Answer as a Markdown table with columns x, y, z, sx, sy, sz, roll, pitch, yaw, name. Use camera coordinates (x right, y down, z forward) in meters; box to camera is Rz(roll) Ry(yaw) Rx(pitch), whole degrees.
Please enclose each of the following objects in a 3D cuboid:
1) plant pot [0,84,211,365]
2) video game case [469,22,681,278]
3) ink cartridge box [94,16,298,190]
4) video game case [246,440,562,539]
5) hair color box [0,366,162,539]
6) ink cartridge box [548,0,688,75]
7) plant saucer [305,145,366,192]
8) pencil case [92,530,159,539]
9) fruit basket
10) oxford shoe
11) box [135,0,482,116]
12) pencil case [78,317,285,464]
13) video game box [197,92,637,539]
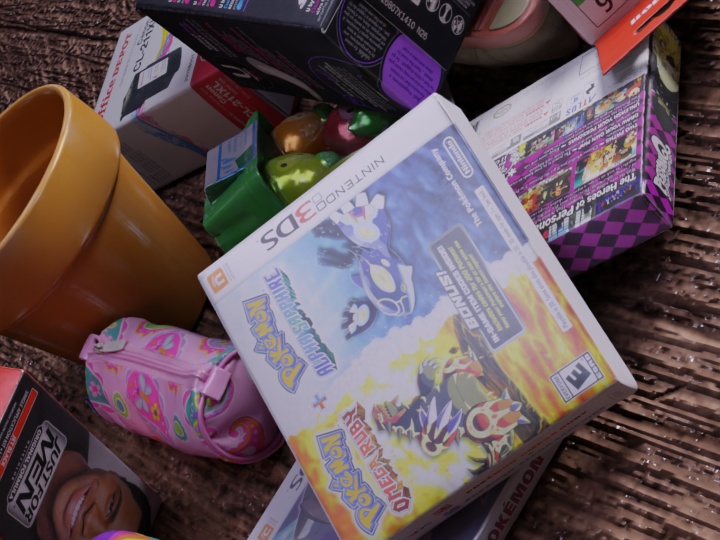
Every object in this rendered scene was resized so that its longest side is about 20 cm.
| x | y | z | sx | sy | sz | roll | pitch | yaw | name |
| --- | --- | --- | --- | --- | --- | --- | --- | --- | --- |
| -0.223 | -0.012 | 1.294 | 0.200 | 0.183 | 0.201 | -35 | 35 | 29 | plant pot |
| 0.108 | -0.053 | 1.020 | 0.199 | 0.036 | 0.182 | -30 | 30 | 33 | video game case |
| -0.139 | -0.172 | 1.436 | 0.199 | 0.083 | 0.146 | -22 | 43 | 39 | ink cartridge box |
| 0.025 | 0.125 | 0.987 | 0.183 | 0.023 | 0.200 | -58 | 32 | -8 | video game case |
| -0.217 | 0.153 | 1.106 | 0.061 | 0.200 | 0.102 | 6 | 62 | 27 | hair color box |
| 0.169 | -0.205 | 1.048 | 0.109 | 0.050 | 0.200 | -42 | 17 | 19 | ink cartridge box |
| 0.000 | 0.000 | 1.015 | 0.199 | 0.031 | 0.201 | -26 | 51 | 37 | plant saucer |
| -0.113 | 0.217 | 1.023 | 0.199 | 0.088 | 0.089 | 3 | 61 | 53 | pencil case |
| -0.024 | -0.089 | 1.177 | 0.200 | 0.094 | 0.186 | -40 | 21 | 15 | fruit basket |
| 0.064 | -0.169 | 1.160 | 0.199 | 0.074 | 0.071 | 14 | 77 | 47 | oxford shoe |
| -0.035 | -0.186 | 1.114 | 0.199 | 0.122 | 0.107 | 15 | 76 | 44 | box |
| -0.128 | 0.083 | 1.173 | 0.200 | 0.087 | 0.088 | 10 | 67 | 55 | pencil case |
| 0.026 | 0.033 | 0.922 | 0.182 | 0.047 | 0.201 | -38 | 68 | 16 | video game box |
